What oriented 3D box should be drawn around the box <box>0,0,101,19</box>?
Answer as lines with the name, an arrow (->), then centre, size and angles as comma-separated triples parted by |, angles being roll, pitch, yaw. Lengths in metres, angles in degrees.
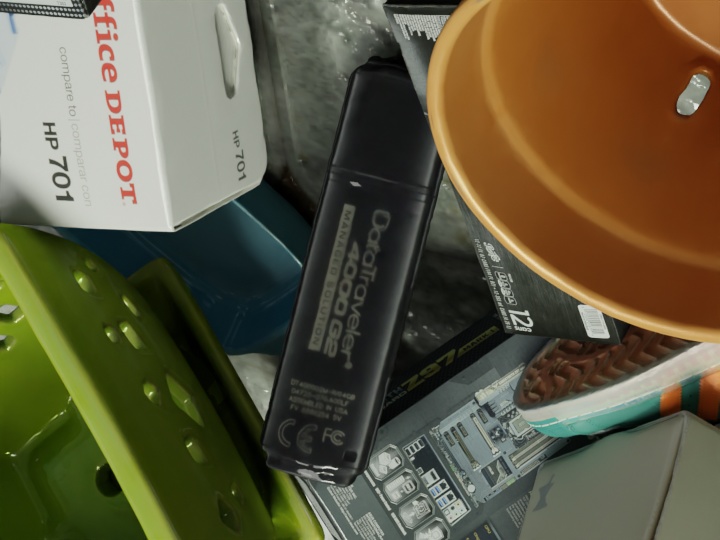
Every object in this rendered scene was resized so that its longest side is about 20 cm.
box -> -0.170, -0.183, 1.245 | 0.200, 0.160, 0.044 | 8, 139, 28

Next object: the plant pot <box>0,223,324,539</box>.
plant pot -> -0.149, 0.109, 1.395 | 0.199, 0.181, 0.200 | -38, 74, 23

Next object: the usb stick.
usb stick -> 0.000, 0.000, 1.335 | 0.055, 0.200, 0.033 | 15, -178, 11

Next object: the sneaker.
sneaker -> 0.168, 0.047, 1.322 | 0.200, 0.071, 0.080 | -21, 121, 29

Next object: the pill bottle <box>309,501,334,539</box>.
pill bottle -> 0.047, 0.143, 1.503 | 0.200, 0.116, 0.116 | 37, 143, -7

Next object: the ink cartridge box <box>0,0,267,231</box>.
ink cartridge box -> -0.157, -0.101, 1.354 | 0.200, 0.086, 0.147 | 4, 110, 33

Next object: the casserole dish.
casserole dish -> -0.099, -0.035, 1.465 | 0.200, 0.039, 0.121 | 40, 142, -13

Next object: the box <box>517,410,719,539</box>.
box -> 0.180, 0.167, 1.334 | 0.200, 0.109, 0.128 | 29, 152, -20

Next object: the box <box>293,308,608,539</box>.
box -> 0.080, 0.132, 1.409 | 0.200, 0.158, 0.051 | 58, 172, -16

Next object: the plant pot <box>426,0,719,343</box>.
plant pot -> 0.144, -0.089, 1.152 | 0.200, 0.140, 0.200 | 19, 142, 15

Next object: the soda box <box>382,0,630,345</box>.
soda box -> 0.078, -0.062, 1.284 | 0.063, 0.071, 0.200 | 6, 136, 31
